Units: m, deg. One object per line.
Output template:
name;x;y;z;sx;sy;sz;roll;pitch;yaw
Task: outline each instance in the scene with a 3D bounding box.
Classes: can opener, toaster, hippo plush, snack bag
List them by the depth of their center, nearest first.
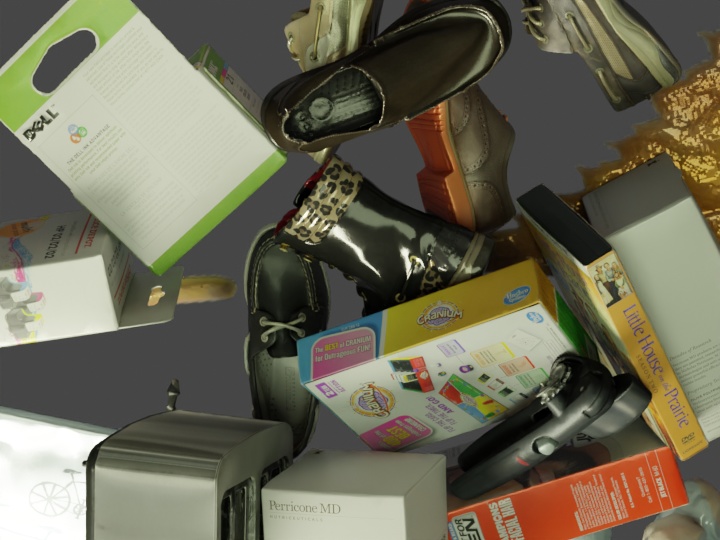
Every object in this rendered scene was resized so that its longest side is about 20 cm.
can opener;0.134;0.130;1.263;0.079;0.064;0.200;42;130;-11
toaster;-0.135;0.201;1.284;0.118;0.181;0.202;3;95;16
hippo plush;0.230;0.269;1.415;0.160;0.159;0.202;7;99;29
snack bag;-0.281;0.208;1.431;0.187;0.021;0.201;12;112;-6

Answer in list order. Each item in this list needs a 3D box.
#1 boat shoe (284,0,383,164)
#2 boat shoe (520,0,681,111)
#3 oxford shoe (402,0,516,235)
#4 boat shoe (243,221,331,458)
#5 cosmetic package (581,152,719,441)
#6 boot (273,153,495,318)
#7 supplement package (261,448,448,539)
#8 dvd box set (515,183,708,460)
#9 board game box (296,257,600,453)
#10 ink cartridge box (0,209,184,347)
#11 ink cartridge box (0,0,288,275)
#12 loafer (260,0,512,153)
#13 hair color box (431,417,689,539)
boat shoe;-0.023;-0.182;1.248;0.065;0.072;0.201;15;112;7
boat shoe;0.159;-0.196;1.237;0.073;0.075;0.200;-42;105;15
oxford shoe;0.077;-0.123;1.282;0.072;0.071;0.201;-19;112;-21
boat shoe;-0.063;0.061;1.349;0.073;0.060;0.201;3;112;0
cosmetic package;0.262;0.020;1.309;0.084;0.108;0.201;-28;108;11
boot;0.000;0.000;1.292;0.150;0.073;0.200;32;142;-9
supplement package;0.000;0.254;1.289;0.120;0.120;0.202;0;99;19
dvd box set;0.197;0.039;1.281;0.029;0.146;0.201;-32;119;-3
board game box;0.072;0.073;1.270;0.199;0.041;0.153;-19;144;17
ink cartridge box;-0.247;0.004;1.295;0.198;0.115;0.068;-8;113;2
ink cartridge box;-0.172;-0.121;1.267;0.148;0.076;0.200;-40;106;15
loafer;0.022;-0.134;1.188;0.199;0.071;0.073;-28;108;5
hair color box;0.164;0.174;1.369;0.199;0.111;0.064;-19;110;7
